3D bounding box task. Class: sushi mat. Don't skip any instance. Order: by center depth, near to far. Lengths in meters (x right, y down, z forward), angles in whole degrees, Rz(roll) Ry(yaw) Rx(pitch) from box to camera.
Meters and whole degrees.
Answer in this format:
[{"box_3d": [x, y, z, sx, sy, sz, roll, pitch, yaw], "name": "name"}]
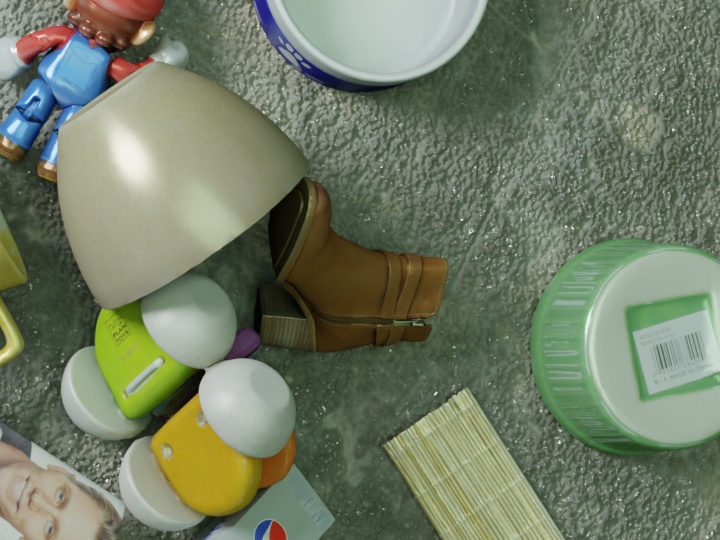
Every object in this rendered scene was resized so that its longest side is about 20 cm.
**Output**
[{"box_3d": [0.109, 0.211, 1.390, 0.096, 0.012, 0.200, -34, 97, -15], "name": "sushi mat"}]

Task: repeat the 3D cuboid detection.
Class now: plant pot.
[{"box_3d": [-0.159, -0.082, 1.217, 0.200, 0.200, 0.135, -38, 105, -14], "name": "plant pot"}]

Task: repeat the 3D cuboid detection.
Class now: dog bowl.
[{"box_3d": [0.007, -0.256, 1.347, 0.199, 0.079, 0.201, 1, 88, -16], "name": "dog bowl"}]

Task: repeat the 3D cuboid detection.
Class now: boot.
[{"box_3d": [0.000, 0.000, 1.285, 0.155, 0.200, 0.077, 1, 45, -12], "name": "boot"}]

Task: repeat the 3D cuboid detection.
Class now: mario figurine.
[{"box_3d": [-0.225, -0.172, 1.294, 0.123, 0.106, 0.200, 30, 91, -49], "name": "mario figurine"}]

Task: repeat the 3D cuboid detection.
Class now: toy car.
[{"box_3d": [-0.128, 0.097, 1.263, 0.200, 0.175, 0.150, 55, 34, 10], "name": "toy car"}]

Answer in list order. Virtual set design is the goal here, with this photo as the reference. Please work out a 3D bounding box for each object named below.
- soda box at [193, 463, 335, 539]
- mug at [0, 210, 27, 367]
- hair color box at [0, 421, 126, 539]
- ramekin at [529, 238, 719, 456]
[{"box_3d": [-0.110, 0.245, 1.257, 0.064, 0.068, 0.200, 53, 48, -8], "name": "soda box"}, {"box_3d": [-0.351, -0.012, 1.200, 0.153, 0.150, 0.187, -26, 64, -7], "name": "mug"}, {"box_3d": [-0.284, 0.179, 1.209, 0.200, 0.060, 0.100, 39, 40, -27], "name": "hair color box"}, {"box_3d": [0.261, 0.068, 1.394, 0.199, 0.098, 0.201, 1, 87, -16], "name": "ramekin"}]
